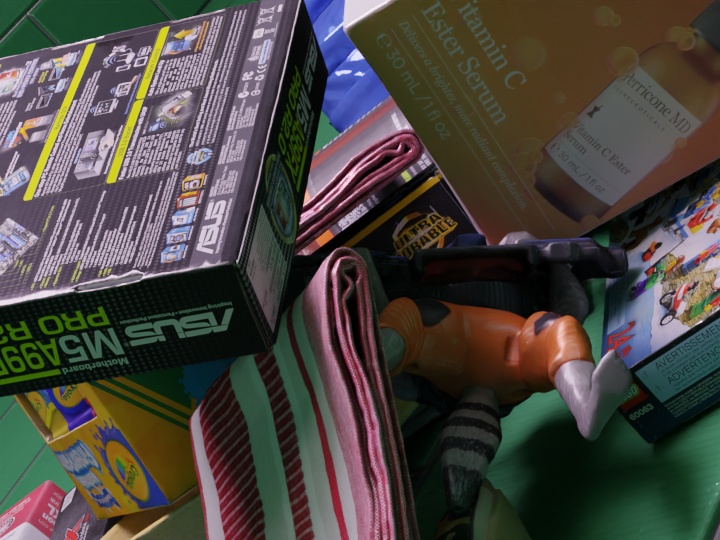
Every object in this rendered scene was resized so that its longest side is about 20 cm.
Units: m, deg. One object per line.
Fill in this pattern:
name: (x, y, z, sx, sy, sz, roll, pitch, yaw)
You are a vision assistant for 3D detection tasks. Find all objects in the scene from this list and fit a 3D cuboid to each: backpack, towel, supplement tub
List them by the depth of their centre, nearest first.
towel: (-0.029, 0.094, 0.667, 0.200, 0.023, 0.145, 135, 128, -60)
towel: (-0.035, -0.025, 0.953, 0.144, 0.023, 0.200, -37, 2, -4)
supplement tub: (0.019, -0.049, 1.114, 0.200, 0.107, 0.107, -36, 17, 17)
backpack: (0.029, -0.161, 1.238, 0.163, 0.168, 0.200, -47, -3, 14)

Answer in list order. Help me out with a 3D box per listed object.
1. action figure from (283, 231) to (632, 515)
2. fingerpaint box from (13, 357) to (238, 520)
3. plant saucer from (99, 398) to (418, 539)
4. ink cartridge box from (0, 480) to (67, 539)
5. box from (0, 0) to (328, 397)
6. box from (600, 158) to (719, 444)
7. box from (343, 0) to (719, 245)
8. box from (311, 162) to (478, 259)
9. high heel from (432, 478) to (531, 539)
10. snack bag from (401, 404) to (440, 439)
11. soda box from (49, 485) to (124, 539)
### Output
action figure: (0.023, 0.039, 0.746, 0.199, 0.105, 0.193, -3, 3, 4)
fingerpaint box: (-0.140, 0.040, 0.879, 0.073, 0.167, 0.200, -35, 3, -21)
plant saucer: (-0.046, 0.102, 0.895, 0.200, 0.049, 0.200, -37, 4, 33)
ink cartridge box: (-0.247, 0.252, 1.090, 0.146, 0.083, 0.200, -36, 17, 26)
box: (-0.103, -0.034, 0.705, 0.159, 0.044, 0.200, -11, 36, 14)
box: (0.177, -0.022, 0.785, 0.136, 0.038, 0.200, -38, 17, 26)
box: (0.114, -0.123, 0.804, 0.199, 0.153, 0.107, -30, 23, 16)
box: (0.000, 0.000, 0.971, 0.200, 0.049, 0.160, -37, 5, 23)
high heel: (0.009, 0.169, 0.651, 0.142, 0.071, 0.200, -32, 28, 19)
snack bag: (0.059, 0.022, 1.008, 0.188, 0.021, 0.200, -38, 16, 24)
soda box: (-0.151, 0.189, 1.024, 0.063, 0.071, 0.200, -39, 16, 14)
